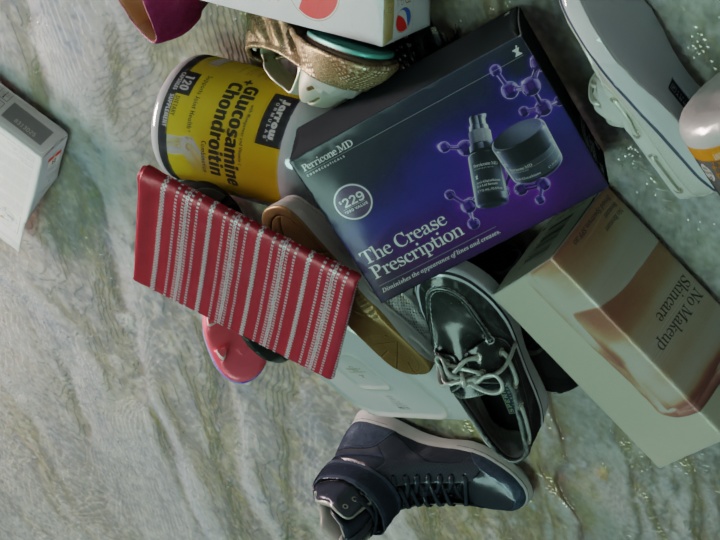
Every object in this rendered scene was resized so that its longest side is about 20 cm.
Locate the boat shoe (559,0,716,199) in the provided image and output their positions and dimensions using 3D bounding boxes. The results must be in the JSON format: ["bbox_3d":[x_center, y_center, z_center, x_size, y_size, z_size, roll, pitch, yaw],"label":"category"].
[{"bbox_3d":[0.197,-0.130,1.221,0.200,0.071,0.070,46,139,-18],"label":"boat shoe"}]

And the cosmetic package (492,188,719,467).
[{"bbox_3d":[0.217,0.045,1.344,0.200,0.103,0.087,45,143,-8],"label":"cosmetic package"}]

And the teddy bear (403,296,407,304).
[{"bbox_3d":[0.001,0.008,1.496,0.200,0.067,0.145,40,162,-6],"label":"teddy bear"}]

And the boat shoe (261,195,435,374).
[{"bbox_3d":[0.000,0.000,1.397,0.200,0.069,0.071,47,151,-25],"label":"boat shoe"}]

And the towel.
[{"bbox_3d":[-0.097,0.001,1.363,0.200,0.022,0.145,27,144,10],"label":"towel"}]

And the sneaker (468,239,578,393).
[{"bbox_3d":[0.122,0.024,1.406,0.200,0.076,0.088,45,158,-6],"label":"sneaker"}]

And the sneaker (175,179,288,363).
[{"bbox_3d":[-0.109,-0.005,1.465,0.079,0.075,0.200,25,151,55],"label":"sneaker"}]

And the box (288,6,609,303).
[{"bbox_3d":[0.067,-0.086,1.286,0.200,0.079,0.141,-28,108,16],"label":"box"}]

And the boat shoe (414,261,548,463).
[{"bbox_3d":[0.094,0.076,1.376,0.074,0.068,0.199,-5,130,26],"label":"boat shoe"}]

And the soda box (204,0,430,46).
[{"bbox_3d":[-0.043,-0.230,1.296,0.200,0.064,0.068,19,122,31],"label":"soda box"}]

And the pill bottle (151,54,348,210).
[{"bbox_3d":[-0.067,-0.109,1.417,0.200,0.112,0.112,16,136,27],"label":"pill bottle"}]

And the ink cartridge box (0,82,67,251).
[{"bbox_3d":[-0.386,-0.124,1.729,0.162,0.050,0.200,37,150,3],"label":"ink cartridge box"}]

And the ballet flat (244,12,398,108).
[{"bbox_3d":[-0.033,-0.164,1.321,0.200,0.070,0.065,40,119,56],"label":"ballet flat"}]

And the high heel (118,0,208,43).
[{"bbox_3d":[-0.215,-0.260,1.405,0.200,0.096,0.067,26,140,17],"label":"high heel"}]

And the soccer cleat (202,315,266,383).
[{"bbox_3d":[-0.124,0.017,1.562,0.076,0.067,0.200,101,155,-65],"label":"soccer cleat"}]

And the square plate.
[{"bbox_3d":[0.004,0.083,1.549,0.198,0.028,0.200,42,156,-25],"label":"square plate"}]

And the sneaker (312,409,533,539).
[{"bbox_3d":[0.051,0.222,1.618,0.202,0.146,0.077,15,134,26],"label":"sneaker"}]

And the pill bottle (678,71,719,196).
[{"bbox_3d":[0.316,-0.053,1.157,0.116,0.116,0.200,-20,113,48],"label":"pill bottle"}]

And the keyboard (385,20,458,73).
[{"bbox_3d":[0.037,-0.162,1.341,0.104,0.040,0.200,2,129,39],"label":"keyboard"}]
